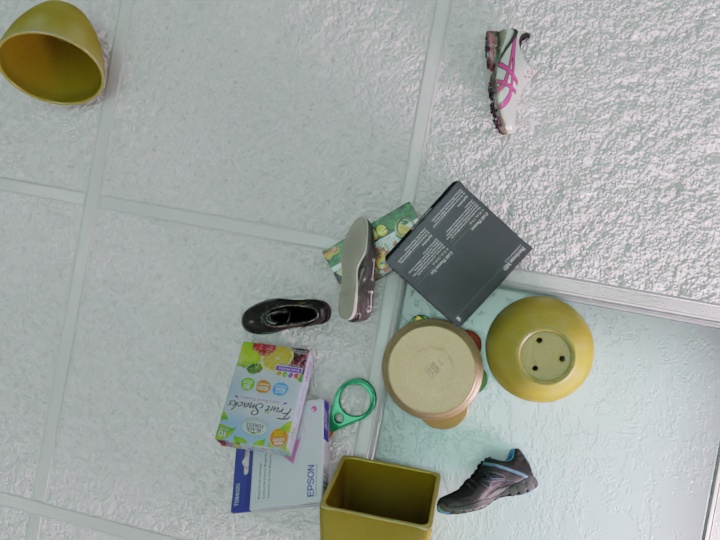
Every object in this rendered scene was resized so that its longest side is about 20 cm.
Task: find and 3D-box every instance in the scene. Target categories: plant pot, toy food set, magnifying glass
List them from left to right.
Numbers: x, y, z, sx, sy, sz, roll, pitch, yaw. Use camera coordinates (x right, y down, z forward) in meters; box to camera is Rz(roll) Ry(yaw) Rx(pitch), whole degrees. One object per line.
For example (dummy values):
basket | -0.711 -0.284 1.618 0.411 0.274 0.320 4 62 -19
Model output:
plant pot | -0.612 -0.456 1.404 0.200 0.200 0.142 -6 61 10
magnifying glass | -0.047 0.296 1.368 0.080 0.022 0.200 42 94 8
plant pot | 0.033 0.487 1.270 0.195 0.194 0.200 7 103 10
toy food set | 0.140 0.187 1.322 0.200 0.049 0.198 31 94 9
plant pot | 0.325 0.148 1.244 0.200 0.142 0.201 0 89 10

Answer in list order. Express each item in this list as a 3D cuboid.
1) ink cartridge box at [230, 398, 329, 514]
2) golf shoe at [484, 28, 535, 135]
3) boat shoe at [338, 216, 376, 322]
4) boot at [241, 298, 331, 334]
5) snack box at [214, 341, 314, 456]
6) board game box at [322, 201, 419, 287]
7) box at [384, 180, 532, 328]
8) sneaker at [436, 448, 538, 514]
ink cartridge box | -0.158 0.352 1.321 0.200 0.043 0.197 -10 57 13
golf shoe | 0.282 -0.355 1.298 0.092 0.073 0.201 -3 88 8
boat shoe | 0.000 0.000 1.333 0.067 0.057 0.200 5 86 46
boot | -0.153 0.084 1.311 0.200 0.174 0.069 -9 87 9
snack box | -0.179 0.242 1.329 0.142 0.053 0.200 6 61 12
board game box | 0.034 -0.040 1.360 0.200 0.023 0.105 -30 82 8
box | 0.175 -0.031 1.279 0.182 0.104 0.200 43 96 -2
sneaker | 0.224 0.391 1.277 0.200 0.073 0.082 -14 76 -19
